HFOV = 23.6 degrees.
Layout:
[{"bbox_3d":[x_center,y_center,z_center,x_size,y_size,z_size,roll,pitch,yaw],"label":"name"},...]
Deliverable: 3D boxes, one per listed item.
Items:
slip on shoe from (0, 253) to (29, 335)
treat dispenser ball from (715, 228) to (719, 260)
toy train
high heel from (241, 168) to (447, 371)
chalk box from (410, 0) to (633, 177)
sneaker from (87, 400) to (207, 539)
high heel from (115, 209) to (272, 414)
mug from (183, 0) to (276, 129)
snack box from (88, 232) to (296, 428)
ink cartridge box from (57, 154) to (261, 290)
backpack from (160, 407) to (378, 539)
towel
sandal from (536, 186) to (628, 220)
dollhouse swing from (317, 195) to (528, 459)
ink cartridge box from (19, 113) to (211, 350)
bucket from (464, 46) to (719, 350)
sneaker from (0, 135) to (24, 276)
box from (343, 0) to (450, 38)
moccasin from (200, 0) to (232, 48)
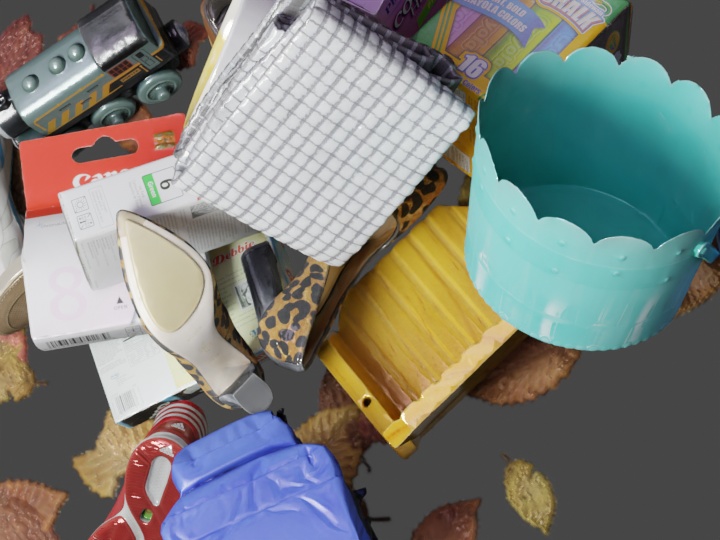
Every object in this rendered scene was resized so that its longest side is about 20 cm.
[{"bbox_3d":[-0.257,0.003,1.583,0.199,0.076,0.061,-35,63,1],"label":"slip on shoe"},{"bbox_3d":[0.368,-0.033,1.294,0.199,0.201,0.203,-4,76,19],"label":"treat dispenser ball"},{"bbox_3d":[-0.254,-0.179,1.599,0.199,0.114,0.086,-30,69,11],"label":"toy train"},{"bbox_3d":[0.000,0.000,1.443,0.199,0.072,0.143,-28,45,8],"label":"high heel"},{"bbox_3d":[0.143,-0.182,1.435,0.123,0.125,0.200,35,66,23],"label":"chalk box"},{"bbox_3d":[-0.178,0.202,1.517,0.078,0.116,0.201,30,120,-1],"label":"sneaker"},{"bbox_3d":[-0.147,0.035,1.433,0.071,0.143,0.201,-36,97,-8],"label":"high heel"},{"bbox_3d":[-0.056,-0.152,1.455,0.152,0.187,0.151,22,71,-11],"label":"mug"},{"bbox_3d":[-0.148,0.047,1.550,0.199,0.037,0.117,-26,71,12],"label":"snack box"},{"bbox_3d":[-0.147,-0.055,1.452,0.198,0.109,0.051,-20,69,-9],"label":"ink cartridge box"},{"bbox_3d":[-0.067,0.215,1.397,0.161,0.200,0.169,-19,67,-1],"label":"backpack"},{"bbox_3d":[-0.031,-0.116,1.335,0.200,0.165,0.086,-49,23,30],"label":"towel"},{"bbox_3d":[0.193,-0.055,1.415,0.198,0.045,0.075,-17,39,-20],"label":"sandal"},{"bbox_3d":[0.055,0.033,1.407,0.200,0.176,0.182,-44,68,7],"label":"dollhouse swing"},{"bbox_3d":[-0.220,-0.040,1.526,0.161,0.057,0.202,-10,78,-2],"label":"ink cartridge box"},{"bbox_3d":[0.173,-0.051,1.277,0.205,0.136,0.209,4,47,-5],"label":"bucket"},{"bbox_3d":[-0.366,-0.066,1.632,0.076,0.081,0.202,-17,74,14],"label":"sneaker"},{"bbox_3d":[-0.002,-0.258,1.480,0.175,0.200,0.097,30,89,24],"label":"box"},{"bbox_3d":[-0.086,-0.158,1.557,0.073,0.078,0.202,-33,87,-7],"label":"moccasin"}]
